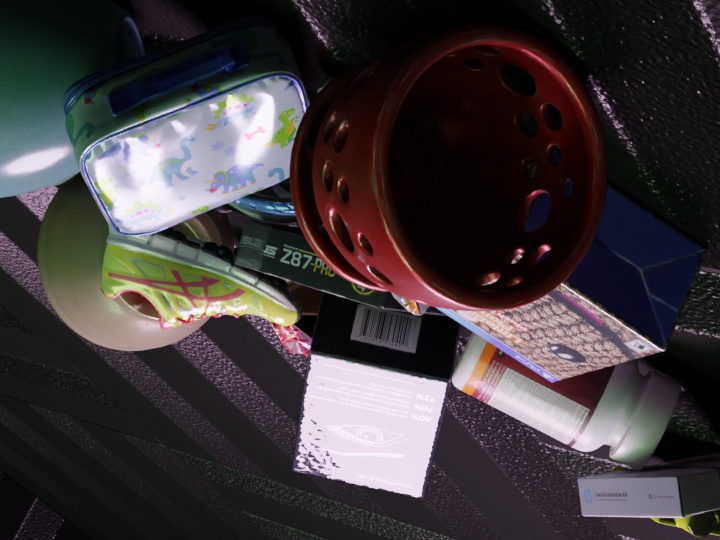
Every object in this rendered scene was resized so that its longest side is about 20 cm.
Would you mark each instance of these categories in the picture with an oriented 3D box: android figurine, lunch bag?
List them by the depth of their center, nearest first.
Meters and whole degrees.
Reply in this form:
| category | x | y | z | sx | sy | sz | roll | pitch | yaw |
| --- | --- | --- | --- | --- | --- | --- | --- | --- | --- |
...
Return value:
| category | x | y | z | sx | sy | sz | roll | pitch | yaw |
| --- | --- | --- | --- | --- | --- | --- | --- | --- | --- |
| lunch bag | -0.138 | -0.121 | 1.438 | 0.161 | 0.198 | 0.083 | 72 | 176 | -62 |
| android figurine | 0.345 | 0.243 | 1.826 | 0.180 | 0.042 | 0.200 | 13 | -176 | -12 |

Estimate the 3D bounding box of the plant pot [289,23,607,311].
| category | x | y | z | sx | sy | sz | roll | pitch | yaw |
| --- | --- | --- | --- | --- | --- | --- | --- | --- | --- |
| plant pot | 0.052 | -0.072 | 1.286 | 0.200 | 0.202 | 0.182 | 37 | 162 | -26 |

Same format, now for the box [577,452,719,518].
| category | x | y | z | sx | sy | sz | roll | pitch | yaw |
| --- | --- | --- | --- | --- | --- | --- | --- | --- | --- |
| box | 0.332 | 0.201 | 1.660 | 0.198 | 0.042 | 0.155 | -4 | 176 | -28 |

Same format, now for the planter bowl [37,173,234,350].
| category | x | y | z | sx | sy | sz | roll | pitch | yaw |
| --- | --- | --- | --- | --- | --- | --- | --- | --- | --- |
| planter bowl | -0.208 | -0.016 | 1.723 | 0.199 | 0.201 | 0.134 | 35 | 169 | -21 |

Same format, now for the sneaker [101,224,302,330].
| category | x | y | z | sx | sy | sz | roll | pitch | yaw |
| --- | --- | --- | --- | --- | --- | --- | --- | --- | --- |
| sneaker | -0.152 | 0.019 | 1.633 | 0.198 | 0.091 | 0.078 | 21 | -173 | -3 |

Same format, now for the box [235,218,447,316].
| category | x | y | z | sx | sy | sz | roll | pitch | yaw |
| --- | --- | --- | --- | --- | --- | --- | --- | --- | --- |
| box | 0.000 | 0.000 | 1.634 | 0.160 | 0.050 | 0.199 | 15 | -176 | 27 |

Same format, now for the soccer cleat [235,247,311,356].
| category | x | y | z | sx | sy | sz | roll | pitch | yaw |
| --- | --- | --- | --- | --- | --- | --- | --- | --- | --- |
| soccer cleat | -0.075 | 0.048 | 1.925 | 0.200 | 0.074 | 0.068 | 40 | 158 | -30 |

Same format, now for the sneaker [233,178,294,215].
| category | x | y | z | sx | sy | sz | roll | pitch | yaw |
| --- | --- | --- | --- | --- | --- | --- | --- | --- | --- |
| sneaker | -0.095 | -0.101 | 1.564 | 0.198 | 0.084 | 0.071 | 23 | -168 | 27 |

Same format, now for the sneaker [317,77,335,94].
| category | x | y | z | sx | sy | sz | roll | pitch | yaw |
| --- | --- | --- | --- | --- | --- | --- | --- | --- | --- |
| sneaker | 0.009 | -0.081 | 1.483 | 0.074 | 0.085 | 0.200 | 13 | 155 | 34 |

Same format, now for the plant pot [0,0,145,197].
| category | x | y | z | sx | sy | sz | roll | pitch | yaw |
| --- | --- | --- | --- | --- | --- | --- | --- | --- | --- |
| plant pot | -0.260 | -0.169 | 1.505 | 0.133 | 0.202 | 0.201 | -4 | 153 | 9 |

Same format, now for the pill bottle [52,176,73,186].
| category | x | y | z | sx | sy | sz | roll | pitch | yaw |
| --- | --- | --- | --- | --- | --- | --- | --- | --- | --- |
| pill bottle | -0.340 | -0.177 | 1.665 | 0.109 | 0.110 | 0.200 | 4 | 149 | 48 |

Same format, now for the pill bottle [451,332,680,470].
| category | x | y | z | sx | sy | sz | roll | pitch | yaw |
| --- | --- | --- | --- | --- | --- | --- | --- | --- | --- |
| pill bottle | 0.195 | 0.104 | 1.659 | 0.198 | 0.110 | 0.110 | 26 | 160 | 3 |

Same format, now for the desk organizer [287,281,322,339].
| category | x | y | z | sx | sy | sz | roll | pitch | yaw |
| --- | --- | --- | --- | --- | --- | --- | --- | --- | --- |
| desk organizer | -0.003 | 0.086 | 1.884 | 0.071 | 0.077 | 0.200 | -32 | 126 | 27 |

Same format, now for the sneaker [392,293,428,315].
| category | x | y | z | sx | sy | sz | roll | pitch | yaw |
| --- | --- | --- | --- | --- | --- | --- | --- | --- | --- |
| sneaker | 0.035 | -0.049 | 1.434 | 0.078 | 0.077 | 0.201 | 42 | 154 | 50 |

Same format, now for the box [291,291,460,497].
| category | x | y | z | sx | sy | sz | roll | pitch | yaw |
| --- | --- | --- | --- | --- | --- | --- | --- | --- | --- |
| box | 0.015 | 0.123 | 1.782 | 0.146 | 0.105 | 0.201 | 12 | 137 | 1 |

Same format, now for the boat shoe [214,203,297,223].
| category | x | y | z | sx | sy | sz | roll | pitch | yaw |
| --- | --- | --- | --- | --- | --- | --- | --- | --- | --- |
| boat shoe | -0.125 | -0.088 | 1.657 | 0.198 | 0.074 | 0.068 | 18 | 163 | 21 |

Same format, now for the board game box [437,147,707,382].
| category | x | y | z | sx | sy | sz | roll | pitch | yaw |
| --- | --- | --- | --- | --- | --- | --- | --- | --- | --- |
| board game box | 0.163 | 0.001 | 1.467 | 0.159 | 0.098 | 0.200 | 32 | 160 | -12 |
